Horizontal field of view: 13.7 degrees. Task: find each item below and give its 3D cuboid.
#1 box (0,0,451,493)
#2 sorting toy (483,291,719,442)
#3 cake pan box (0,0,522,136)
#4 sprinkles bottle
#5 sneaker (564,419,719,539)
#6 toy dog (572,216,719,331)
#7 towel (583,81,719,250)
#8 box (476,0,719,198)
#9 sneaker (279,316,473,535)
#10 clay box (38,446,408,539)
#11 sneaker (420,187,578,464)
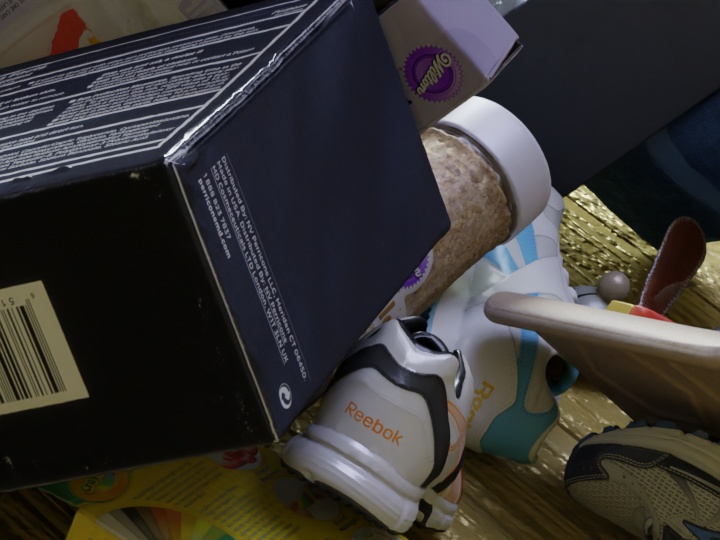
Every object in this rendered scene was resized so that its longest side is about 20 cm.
[{"bbox_3d":[-0.097,-0.010,1.181,0.200,0.123,0.198,-11,20,27],"label":"box"},{"bbox_3d":[0.173,0.065,1.313,0.200,0.037,0.185,36,-13,-30],"label":"sorting toy"},{"bbox_3d":[-0.058,-0.109,1.262,0.184,0.200,0.052,49,33,-11],"label":"cake pan box"},{"bbox_3d":[0.000,0.000,1.334,0.068,0.068,0.200,36,55,21],"label":"sprinkles bottle"},{"bbox_3d":[0.166,0.131,1.299,0.200,0.085,0.077,22,-20,31],"label":"sneaker"},{"bbox_3d":[0.200,0.027,1.497,0.200,0.096,0.132,-2,37,-41],"label":"toy dog"},{"bbox_3d":[0.183,-0.054,1.547,0.112,0.049,0.200,38,-16,-23],"label":"towel"},{"bbox_3d":[0.128,-0.157,1.530,0.104,0.200,0.182,41,30,-23],"label":"box"},{"bbox_3d":[0.021,0.063,1.254,0.074,0.080,0.200,30,0,4],"label":"sneaker"},{"bbox_3d":[-0.033,0.129,1.182,0.200,0.048,0.115,31,27,16],"label":"clay box"},{"bbox_3d":[0.071,0.024,1.433,0.081,0.077,0.200,29,35,-1],"label":"sneaker"}]
